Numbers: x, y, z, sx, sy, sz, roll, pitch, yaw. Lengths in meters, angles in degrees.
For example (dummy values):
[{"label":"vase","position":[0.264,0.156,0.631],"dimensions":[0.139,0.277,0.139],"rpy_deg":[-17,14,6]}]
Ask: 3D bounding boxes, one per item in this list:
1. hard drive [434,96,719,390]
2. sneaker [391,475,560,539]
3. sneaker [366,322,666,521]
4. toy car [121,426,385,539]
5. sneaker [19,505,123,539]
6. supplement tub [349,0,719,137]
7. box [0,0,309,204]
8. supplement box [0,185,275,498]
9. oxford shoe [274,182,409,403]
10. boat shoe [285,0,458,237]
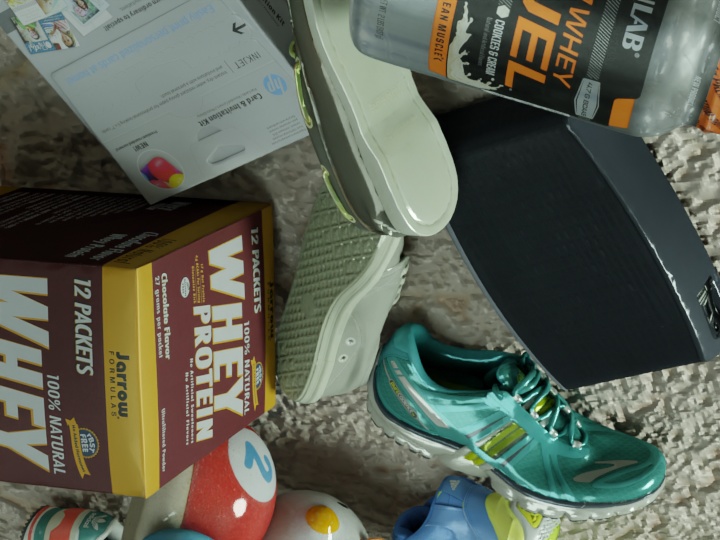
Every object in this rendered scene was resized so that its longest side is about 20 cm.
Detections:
[{"label":"hard drive","position":[0.123,-0.015,1.164],"dimensions":[0.134,0.042,0.200],"rpy_deg":[-14,124,33]},{"label":"sneaker","position":[0.069,0.212,1.387],"dimensions":[0.105,0.076,0.201],"rpy_deg":[28,130,14]},{"label":"sneaker","position":[0.099,0.095,1.257],"dimensions":[0.199,0.078,0.080],"rpy_deg":[21,127,5]},{"label":"toy car","position":[-0.057,0.179,1.345],"dimensions":[0.199,0.185,0.177],"rpy_deg":[12,136,-11]},{"label":"sneaker","position":[-0.175,0.258,1.526],"dimensions":[0.093,0.070,0.200],"rpy_deg":[-8,124,37]},{"label":"supplement tub","position":[0.103,-0.140,1.000],"dimensions":[0.199,0.123,0.123],"rpy_deg":[16,135,8]},{"label":"box","position":[-0.123,-0.143,1.156],"dimensions":[0.155,0.041,0.200],"rpy_deg":[-21,119,37]},{"label":"supplement box","position":[-0.177,0.035,1.207],"dimensions":[0.199,0.197,0.134],"rpy_deg":[4,104,20]},{"label":"oxford shoe","position":[0.000,0.000,1.226],"dimensions":[0.058,0.075,0.201],"rpy_deg":[-3,133,-29]},{"label":"boat shoe","position":[-0.008,-0.112,1.099],"dimensions":[0.060,0.072,0.203],"rpy_deg":[-2,113,46]}]
